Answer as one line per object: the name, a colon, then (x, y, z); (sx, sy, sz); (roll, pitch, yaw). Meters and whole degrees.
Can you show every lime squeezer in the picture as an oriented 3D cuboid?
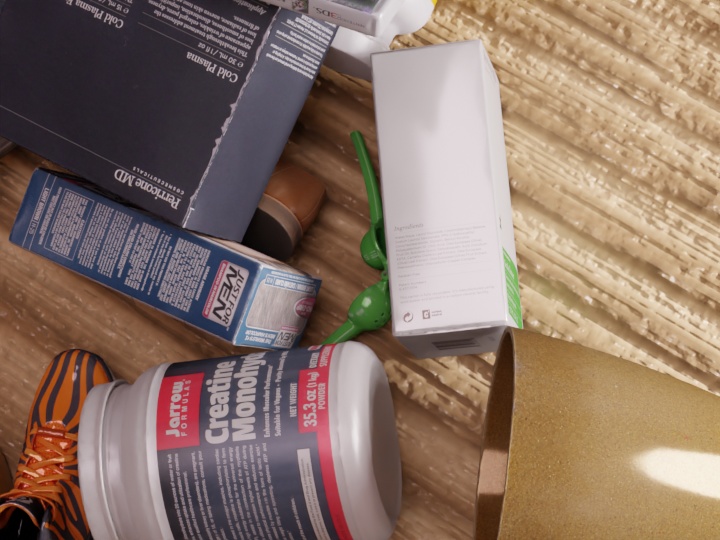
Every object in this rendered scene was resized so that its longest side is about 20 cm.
lime squeezer: (0.000, 0.000, 1.404); (0.070, 0.038, 0.201); (8, 80, 45)

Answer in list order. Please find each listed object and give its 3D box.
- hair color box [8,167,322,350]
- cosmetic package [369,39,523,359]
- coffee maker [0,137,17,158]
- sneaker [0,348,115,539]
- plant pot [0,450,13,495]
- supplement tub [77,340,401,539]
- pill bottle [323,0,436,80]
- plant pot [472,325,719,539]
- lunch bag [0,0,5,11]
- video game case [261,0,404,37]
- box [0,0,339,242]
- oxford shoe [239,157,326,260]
hair color box: (-0.137, -0.007, 1.376); (0.199, 0.100, 0.061); (23, 94, 24)
cosmetic package: (0.060, -0.047, 1.358); (0.084, 0.108, 0.201); (-6, 79, 10)
coffee maker: (-0.367, -0.097, 1.415); (0.200, 0.192, 0.135); (-46, 57, -2)
sneaker: (-0.218, 0.149, 1.372); (0.077, 0.112, 0.201); (3, 79, 12)
plant pot: (-0.367, 0.168, 1.363); (0.199, 0.183, 0.202); (-2, 78, 11)
supplement tub: (-0.079, 0.128, 1.333); (0.199, 0.140, 0.141); (-7, 77, 10)
pill bottle: (0.020, -0.243, 1.407); (0.104, 0.104, 0.201); (21, 84, 15)
plant pot: (0.182, 0.143, 1.270); (0.199, 0.186, 0.188); (8, 80, -1)
lunch bag: (-0.243, -0.273, 1.420); (0.127, 0.200, 0.170); (35, 88, 16)
video game case: (-0.031, -0.243, 1.296); (0.181, 0.023, 0.200); (19, 47, 14)
box: (-0.145, -0.145, 1.346); (0.199, 0.104, 0.183); (27, 93, 20)
oxford shoe: (-0.115, -0.076, 1.433); (0.199, 0.072, 0.071); (27, 55, 18)
